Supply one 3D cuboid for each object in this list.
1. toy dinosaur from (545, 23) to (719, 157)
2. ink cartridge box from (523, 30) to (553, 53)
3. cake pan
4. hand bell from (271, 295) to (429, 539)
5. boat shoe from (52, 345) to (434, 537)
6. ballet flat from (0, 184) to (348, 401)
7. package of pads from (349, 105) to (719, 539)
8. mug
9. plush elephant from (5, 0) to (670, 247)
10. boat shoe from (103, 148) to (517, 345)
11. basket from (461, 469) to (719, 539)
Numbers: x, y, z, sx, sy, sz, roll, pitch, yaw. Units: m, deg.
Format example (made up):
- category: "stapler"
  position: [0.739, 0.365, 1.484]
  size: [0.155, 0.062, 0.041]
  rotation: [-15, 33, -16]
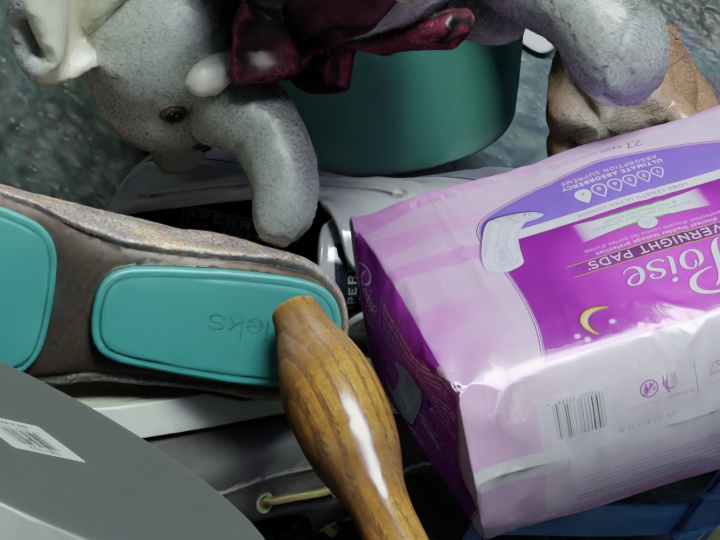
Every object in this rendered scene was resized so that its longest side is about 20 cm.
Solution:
- category: "toy dinosaur"
  position: [0.102, -0.074, 1.149]
  size: [0.085, 0.200, 0.136]
  rotation: [-15, 64, 5]
- category: "ink cartridge box"
  position: [0.087, -0.208, 1.334]
  size: [0.116, 0.201, 0.067]
  rotation: [30, 7, 4]
- category: "cake pan"
  position: [-0.108, 0.063, 0.878]
  size: [0.200, 0.037, 0.200]
  rotation: [28, 7, -3]
- category: "hand bell"
  position: [0.014, 0.091, 0.933]
  size: [0.104, 0.104, 0.201]
  rotation: [-3, 52, -29]
- category: "boat shoe"
  position: [-0.032, 0.064, 1.059]
  size: [0.200, 0.061, 0.072]
  rotation: [-3, 12, -33]
- category: "ballet flat"
  position: [-0.103, 0.006, 0.998]
  size: [0.199, 0.068, 0.067]
  rotation: [14, 9, -21]
- category: "package of pads"
  position: [0.106, 0.010, 1.011]
  size: [0.199, 0.076, 0.121]
  rotation: [-16, 36, -11]
- category: "mug"
  position: [-0.022, -0.124, 1.178]
  size: [0.185, 0.115, 0.152]
  rotation: [25, 34, 36]
- category: "plush elephant"
  position: [-0.029, -0.087, 1.019]
  size: [0.200, 0.155, 0.165]
  rotation: [42, 13, 28]
- category: "boat shoe"
  position: [0.000, 0.000, 1.095]
  size: [0.199, 0.074, 0.065]
  rotation: [5, 22, 14]
- category: "basket"
  position: [0.146, 0.144, 1.005]
  size: [0.199, 0.139, 0.177]
  rotation: [4, 43, -33]
